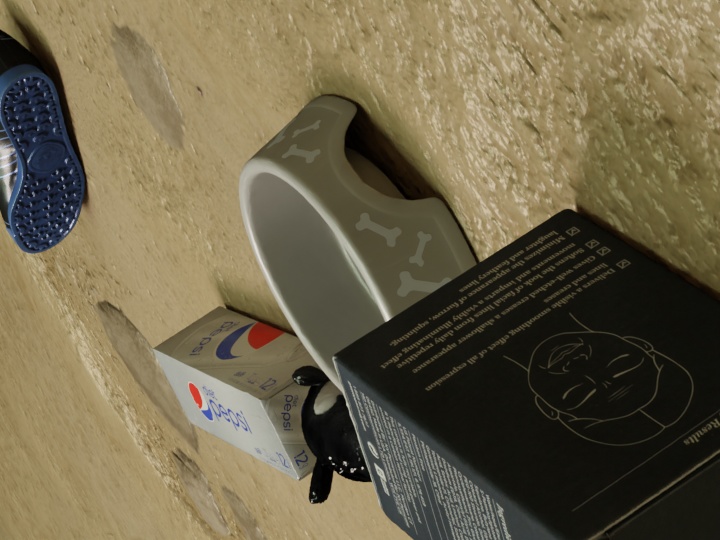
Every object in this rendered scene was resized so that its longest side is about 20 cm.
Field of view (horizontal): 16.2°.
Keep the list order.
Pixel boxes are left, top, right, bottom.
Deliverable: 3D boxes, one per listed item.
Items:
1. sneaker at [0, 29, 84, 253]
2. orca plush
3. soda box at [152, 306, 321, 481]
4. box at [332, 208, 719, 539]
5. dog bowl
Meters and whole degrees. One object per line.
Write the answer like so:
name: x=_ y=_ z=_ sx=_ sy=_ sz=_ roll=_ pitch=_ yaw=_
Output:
sneaker: x=-0.266 y=-0.104 z=1.980 sx=0.078 sy=0.070 sz=0.201 roll=51 pitch=154 yaw=36
orca plush: x=0.001 y=0.120 z=1.551 sx=0.105 sy=0.071 sz=0.200 roll=26 pitch=-175 yaw=-27
soda box: x=-0.072 y=0.082 z=1.759 sx=0.200 sy=0.063 sz=0.069 roll=18 pitch=137 yaw=63
box: x=0.108 y=0.082 z=1.171 sx=0.200 sy=0.148 sz=0.108 roll=37 pitch=152 yaw=49
dog bowl: x=0.000 y=0.000 z=1.463 sx=0.200 sy=0.058 sz=0.201 roll=49 pitch=158 yaw=28
